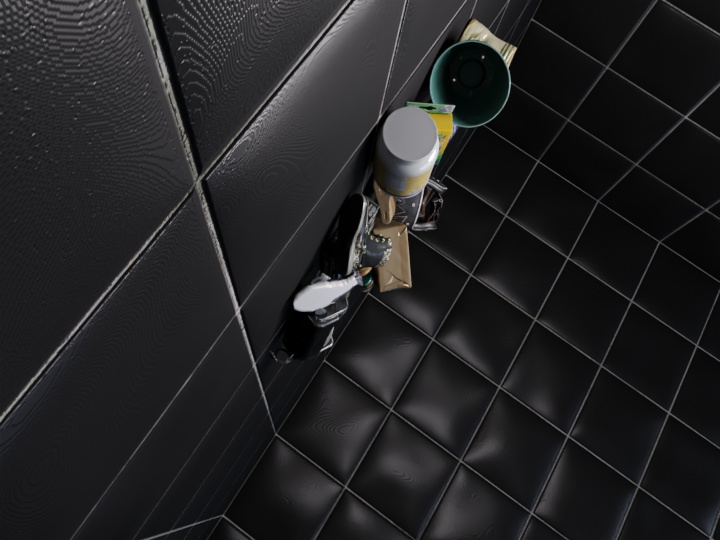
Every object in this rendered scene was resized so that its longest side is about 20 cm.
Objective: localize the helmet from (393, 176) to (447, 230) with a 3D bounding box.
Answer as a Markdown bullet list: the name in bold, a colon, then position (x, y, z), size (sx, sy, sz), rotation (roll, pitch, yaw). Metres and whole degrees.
- **helmet**: position (0.162, -0.220, 1.913), size (0.186, 0.202, 0.203), rotation (5, 131, -33)

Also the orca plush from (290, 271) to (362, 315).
- **orca plush**: position (-0.096, 0.039, 1.551), size (0.198, 0.107, 0.071), rotation (-35, -146, -12)

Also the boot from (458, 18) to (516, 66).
- **boot**: position (0.318, -0.551, 1.653), size (0.203, 0.153, 0.073), rotation (-61, 172, 34)

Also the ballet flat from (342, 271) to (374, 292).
- **ballet flat**: position (-0.007, 0.026, 1.828), size (0.068, 0.073, 0.198), rotation (-46, -145, -15)

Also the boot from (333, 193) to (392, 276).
- **boot**: position (0.016, -0.091, 1.514), size (0.151, 0.073, 0.209), rotation (-7, 118, -44)

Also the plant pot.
- **plant pot**: position (0.279, -0.487, 1.543), size (0.203, 0.197, 0.162), rotation (-60, -177, 29)

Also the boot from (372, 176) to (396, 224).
- **boot**: position (0.069, -0.246, 1.655), size (0.168, 0.070, 0.205), rotation (-85, 178, -56)

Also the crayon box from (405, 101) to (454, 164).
- **crayon box**: position (0.158, -0.341, 1.536), size (0.201, 0.122, 0.053), rotation (106, -14, -69)

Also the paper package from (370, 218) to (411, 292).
- **paper package**: position (0.075, -0.049, 1.818), size (0.200, 0.100, 0.197), rotation (-141, -137, -75)

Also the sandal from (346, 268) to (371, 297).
- **sandal**: position (0.000, 0.000, 1.717), size (0.204, 0.054, 0.082), rotation (-65, 170, 17)

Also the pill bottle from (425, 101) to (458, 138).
- **pill bottle**: position (0.233, -0.437, 1.763), size (0.202, 0.110, 0.112), rotation (-55, 174, -25)

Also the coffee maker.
- **coffee maker**: position (-0.134, 0.152, 1.637), size (0.193, 0.133, 0.202), rotation (-52, 172, -38)

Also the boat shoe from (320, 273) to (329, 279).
- **boat shoe**: position (-0.051, -0.011, 1.786), size (0.202, 0.071, 0.071), rotation (-53, 173, -39)

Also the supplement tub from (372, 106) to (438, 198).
- **supplement tub**: position (0.101, -0.265, 1.379), size (0.147, 0.144, 0.200), rotation (-55, 174, -13)

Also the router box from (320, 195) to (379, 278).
- **router box**: position (-0.030, -0.083, 1.626), size (0.202, 0.061, 0.150), rotation (-56, 175, -16)
